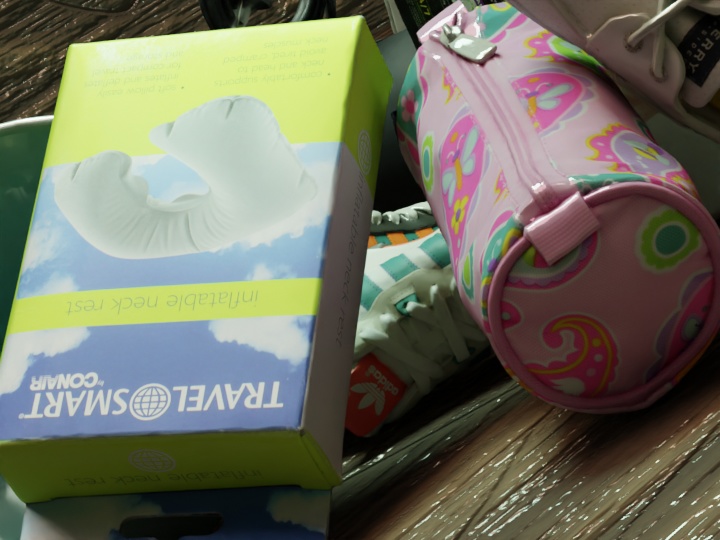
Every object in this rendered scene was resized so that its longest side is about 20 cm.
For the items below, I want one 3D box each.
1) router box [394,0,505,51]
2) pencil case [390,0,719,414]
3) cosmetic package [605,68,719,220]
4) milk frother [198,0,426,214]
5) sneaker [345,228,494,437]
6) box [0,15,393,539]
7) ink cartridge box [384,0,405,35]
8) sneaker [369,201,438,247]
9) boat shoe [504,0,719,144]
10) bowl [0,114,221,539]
[{"bbox_3d":[0.128,-0.144,1.128,0.200,0.051,0.149,-25,-1,-25],"label":"router box"},{"bbox_3d":[0.063,-0.028,0.982,0.087,0.087,0.200,-30,25,5],"label":"pencil case"},{"bbox_3d":[0.147,-0.073,1.145,0.200,0.087,0.103,-25,3,33],"label":"cosmetic package"},{"bbox_3d":[0.048,-0.126,1.436,0.188,0.181,0.200,-27,-24,32],"label":"milk frother"},{"bbox_3d":[0.029,0.023,1.124,0.200,0.070,0.093,-22,29,37],"label":"sneaker"},{"bbox_3d":[-0.060,0.005,1.027,0.122,0.048,0.200,-4,56,18],"label":"box"},{"bbox_3d":[0.120,-0.204,1.651,0.147,0.145,0.200,12,46,34],"label":"ink cartridge box"},{"bbox_3d":[0.000,0.000,1.274,0.200,0.080,0.071,-35,6,-39],"label":"sneaker"},{"bbox_3d":[0.113,-0.083,0.977,0.071,0.200,0.070,-50,14,10],"label":"boat shoe"},{"bbox_3d":[-0.120,0.050,1.112,0.201,0.201,0.105,-30,-37,-2],"label":"bowl"}]
